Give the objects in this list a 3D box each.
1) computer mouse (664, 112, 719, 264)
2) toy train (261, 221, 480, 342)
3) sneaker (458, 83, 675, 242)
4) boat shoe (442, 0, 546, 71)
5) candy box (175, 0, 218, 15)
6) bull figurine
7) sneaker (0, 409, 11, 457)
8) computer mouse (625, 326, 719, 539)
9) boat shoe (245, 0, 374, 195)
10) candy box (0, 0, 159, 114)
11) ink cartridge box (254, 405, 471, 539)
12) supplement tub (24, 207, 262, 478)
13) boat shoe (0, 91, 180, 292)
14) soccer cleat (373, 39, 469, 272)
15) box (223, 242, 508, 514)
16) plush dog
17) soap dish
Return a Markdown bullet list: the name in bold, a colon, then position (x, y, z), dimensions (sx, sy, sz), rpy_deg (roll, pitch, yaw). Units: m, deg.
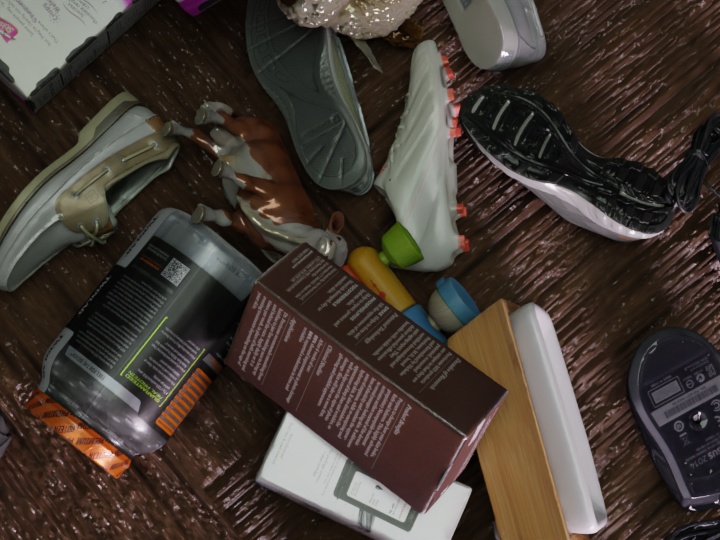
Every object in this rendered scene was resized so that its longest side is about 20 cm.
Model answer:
- **computer mouse**: position (0.335, -0.038, 1.473), dimensions (0.200, 0.046, 0.141), rpy_deg (43, 49, -14)
- **toy train**: position (0.000, 0.000, 1.413), dimensions (0.116, 0.085, 0.200), rpy_deg (-38, 80, 7)
- **sneaker**: position (0.166, -0.082, 1.449), dimensions (0.200, 0.079, 0.074), rpy_deg (33, 70, -3)
- **boat shoe**: position (0.107, -0.265, 1.489), dimensions (0.068, 0.072, 0.201), rpy_deg (-5, 61, -37)
- **candy box**: position (-0.085, -0.318, 1.405), dimensions (0.061, 0.136, 0.201), rpy_deg (41, 48, -28)
- **bull figurine**: position (-0.084, -0.066, 1.391), dimensions (0.121, 0.200, 0.065), rpy_deg (23, 114, -37)
- **sneaker**: position (-0.378, 0.112, 1.382), dimensions (0.199, 0.077, 0.112), rpy_deg (30, 86, -3)
- **computer mouse**: position (0.277, 0.143, 1.442), dimensions (0.138, 0.053, 0.201), rpy_deg (-22, 95, -9)
- **boat shoe**: position (-0.040, -0.159, 1.467), dimensions (0.074, 0.065, 0.203), rpy_deg (-27, 77, 11)
- **candy box**: position (-0.254, -0.252, 1.462), dimensions (0.200, 0.061, 0.136), rpy_deg (-43, 87, -10)
- **ink cartridge box**: position (0.018, 0.182, 1.380), dimensions (0.199, 0.116, 0.068), rpy_deg (25, 81, 0)
- **supplement tub**: position (-0.172, 0.060, 1.384), dimensions (0.122, 0.123, 0.200), rpy_deg (38, 80, 3)
- **boat shoe**: position (-0.232, -0.056, 1.423), dimensions (0.068, 0.075, 0.200), rpy_deg (37, 79, 8)
- **soccer cleat**: position (0.048, -0.098, 1.456), dimensions (0.077, 0.069, 0.201), rpy_deg (-5, 79, 9)
- **box**: position (0.002, 0.080, 1.304), dimensions (0.200, 0.100, 0.075), rpy_deg (38, 45, 13)
- **plush dog**: position (0.033, -0.280, 1.423), dimensions (0.160, 0.201, 0.172), rpy_deg (32, 123, -22)
- **soap dish**: position (0.134, 0.128, 1.384), dimensions (0.081, 0.157, 0.201), rpy_deg (-16, 82, 10)
